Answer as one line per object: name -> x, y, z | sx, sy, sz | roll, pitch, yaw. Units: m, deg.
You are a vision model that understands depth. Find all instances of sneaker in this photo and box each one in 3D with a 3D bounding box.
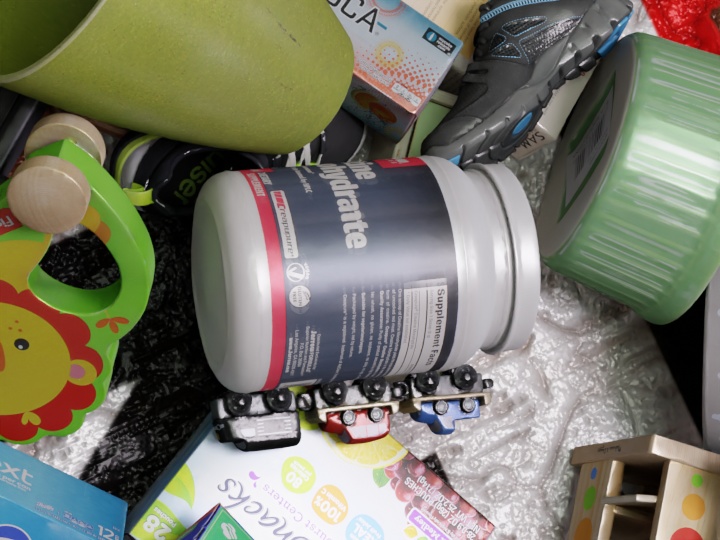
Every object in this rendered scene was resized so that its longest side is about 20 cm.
sneaker -> 0.100, -0.139, 1.196 | 0.082, 0.073, 0.200 | 41, 66, 10
sneaker -> -0.073, -0.069, 1.169 | 0.199, 0.083, 0.072 | -17, 118, -26

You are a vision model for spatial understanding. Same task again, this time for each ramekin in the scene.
ramekin -> 0.203, -0.071, 1.227 | 0.097, 0.200, 0.201 | 20, 74, -7

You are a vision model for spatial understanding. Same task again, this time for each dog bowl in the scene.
dog bowl -> 0.280, 0.048, 1.239 | 0.058, 0.200, 0.201 | 1, 78, 15

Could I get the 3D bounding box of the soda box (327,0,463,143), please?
soda box -> -0.033, -0.176, 1.178 | 0.200, 0.064, 0.068 | 35, 72, -1

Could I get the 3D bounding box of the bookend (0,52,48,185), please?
bookend -> -0.262, -0.169, 1.105 | 0.200, 0.092, 0.199 | 30, 82, -7

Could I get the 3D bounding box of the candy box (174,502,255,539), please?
candy box -> -0.088, 0.277, 1.078 | 0.169, 0.077, 0.200 | -40, 98, 20

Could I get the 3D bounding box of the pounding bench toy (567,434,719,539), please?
pounding bench toy -> 0.227, 0.205, 1.180 | 0.124, 0.200, 0.156 | 18, 74, -16

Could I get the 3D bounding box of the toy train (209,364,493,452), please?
toy train -> -0.002, 0.093, 1.138 | 0.199, 0.034, 0.046 | -5, 82, -22

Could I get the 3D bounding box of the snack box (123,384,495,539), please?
snack box -> -0.037, 0.177, 1.162 | 0.200, 0.068, 0.169 | 42, 69, -7

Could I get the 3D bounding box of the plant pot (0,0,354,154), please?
plant pot -> -0.104, -0.153, 1.050 | 0.200, 0.187, 0.188 | 30, 70, -37

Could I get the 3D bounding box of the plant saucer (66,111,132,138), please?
plant saucer -> -0.148, -0.186, 1.206 | 0.200, 0.032, 0.201 | 4, 79, -18

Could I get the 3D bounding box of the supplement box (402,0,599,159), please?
supplement box -> 0.080, -0.192, 1.265 | 0.200, 0.074, 0.126 | 35, 71, -10

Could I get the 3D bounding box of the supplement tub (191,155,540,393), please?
supplement tub -> 0.000, 0.000, 1.100 | 0.199, 0.140, 0.141 | -6, 82, -16

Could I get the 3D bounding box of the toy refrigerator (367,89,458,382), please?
toy refrigerator -> 0.037, -0.025, 1.223 | 0.076, 0.070, 0.201 | 19, 74, -15

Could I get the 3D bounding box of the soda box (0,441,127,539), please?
soda box -> -0.249, 0.143, 1.081 | 0.200, 0.068, 0.064 | 28, 106, -13

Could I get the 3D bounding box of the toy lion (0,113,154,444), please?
toy lion -> -0.212, 0.022, 1.065 | 0.199, 0.069, 0.192 | -21, 122, 17
